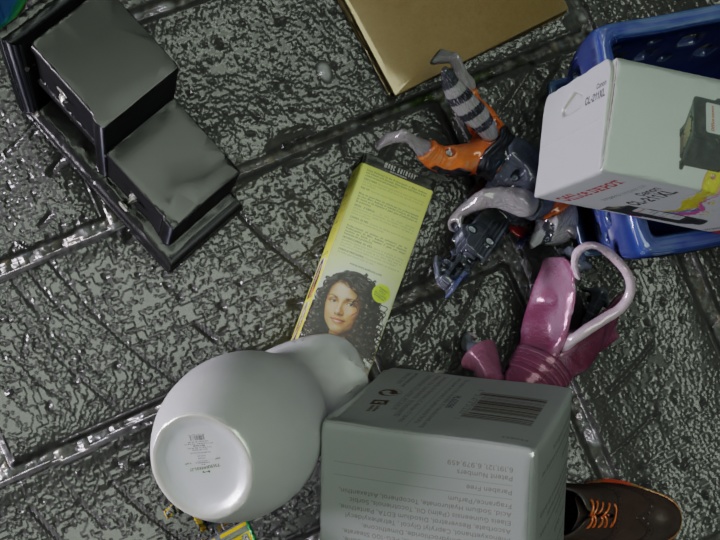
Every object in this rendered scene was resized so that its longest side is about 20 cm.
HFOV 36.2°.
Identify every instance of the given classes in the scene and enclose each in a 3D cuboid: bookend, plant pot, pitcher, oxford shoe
[{"bbox_3d":[-0.184,-0.112,0.893,0.092,0.199,0.200,-43,93,-14],"label":"bookend"},{"bbox_3d":[0.283,-0.114,0.993,0.200,0.180,0.200,-10,87,-12],"label":"plant pot"},{"bbox_3d":[-0.101,0.122,0.867,0.171,0.200,0.121,-15,97,21],"label":"pitcher"},{"bbox_3d":[0.205,0.225,0.995,0.200,0.073,0.071,4,82,-11],"label":"oxford shoe"}]

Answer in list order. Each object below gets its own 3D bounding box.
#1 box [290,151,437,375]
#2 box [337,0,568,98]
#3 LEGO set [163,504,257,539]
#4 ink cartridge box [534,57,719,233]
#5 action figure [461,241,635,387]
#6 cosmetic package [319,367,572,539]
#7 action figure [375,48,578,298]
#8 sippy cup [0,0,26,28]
[{"bbox_3d":[0.000,0.000,0.992,0.075,0.050,0.200,20,80,-8],"label":"box"},{"bbox_3d":[0.077,-0.277,1.052,0.200,0.021,0.164,-28,90,-13],"label":"box"},{"bbox_3d":[-0.125,0.260,0.879,0.116,0.200,0.154,-27,110,-11],"label":"LEGO set"},{"bbox_3d":[0.247,-0.083,0.817,0.200,0.146,0.083,10,85,-9],"label":"ink cartridge box"},{"bbox_3d":[0.165,0.090,0.967,0.134,0.149,0.200,38,72,-9],"label":"action figure"},{"bbox_3d":[0.070,0.200,0.874,0.166,0.167,0.200,5,100,18],"label":"cosmetic package"},{"bbox_3d":[0.111,-0.078,0.959,0.193,0.105,0.200,37,51,-12],"label":"action figure"},{"bbox_3d":[-0.356,-0.275,0.920,0.130,0.140,0.178,28,55,3],"label":"sippy cup"}]
